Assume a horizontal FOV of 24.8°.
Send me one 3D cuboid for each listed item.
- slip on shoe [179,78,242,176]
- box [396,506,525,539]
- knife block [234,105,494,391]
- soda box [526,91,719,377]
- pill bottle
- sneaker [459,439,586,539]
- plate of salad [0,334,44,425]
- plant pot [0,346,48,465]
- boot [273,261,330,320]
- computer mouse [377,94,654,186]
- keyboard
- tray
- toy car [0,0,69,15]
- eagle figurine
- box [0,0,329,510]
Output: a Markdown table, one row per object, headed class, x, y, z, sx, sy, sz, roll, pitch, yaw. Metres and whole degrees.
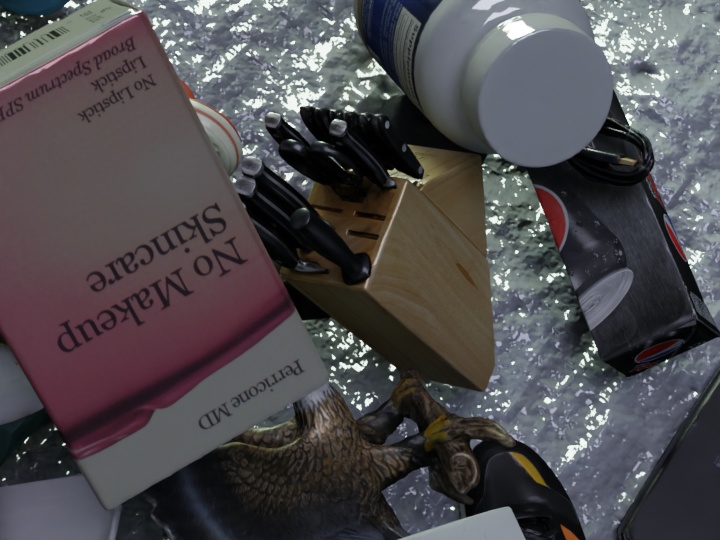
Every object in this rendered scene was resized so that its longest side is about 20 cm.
| class | x | y | z | sx | sy | sz | roll | pitch | yaw |
| --- | --- | --- | --- | --- | --- | --- | --- | --- | --- |
| slip on shoe | -0.118 | -0.087 | 0.920 | 0.074 | 0.200 | 0.061 | 46 | 75 | -25 |
| box | 0.020 | 0.256 | 0.810 | 0.130 | 0.200 | 0.200 | -10 | 65 | -37 |
| knife block | 0.000 | 0.000 | 0.925 | 0.064 | 0.201 | 0.175 | 11 | 27 | 36 |
| soda box | 0.158 | -0.038 | 1.060 | 0.071 | 0.063 | 0.201 | -25 | 67 | 16 |
| pill bottle | 0.074 | -0.137 | 0.987 | 0.110 | 0.112 | 0.200 | -7 | 27 | -16 |
| sneaker | 0.115 | 0.181 | 0.942 | 0.070 | 0.090 | 0.201 | -8 | 67 | -16 |
| plate of salad | -0.210 | -0.018 | 0.846 | 0.199 | 0.048 | 0.201 | 6 | 74 | -24 |
| plant pot | -0.244 | 0.005 | 0.923 | 0.200 | 0.141 | 0.141 | 42 | 63 | 1 |
| boot | -0.086 | -0.038 | 1.020 | 0.199 | 0.069 | 0.174 | -29 | 65 | -31 |
| computer mouse | 0.091 | -0.083 | 1.042 | 0.199 | 0.034 | 0.059 | 6 | 66 | 29 |
| keyboard | 0.258 | 0.132 | 1.039 | 0.127 | 0.021 | 0.200 | 34 | 63 | 11 |
| tray | -0.200 | 0.167 | 0.855 | 0.199 | 0.022 | 0.108 | -12 | 58 | 32 |
| toy car | -0.225 | -0.251 | 1.056 | 0.150 | 0.175 | 0.201 | 23 | 54 | -43 |
| eagle figurine | -0.039 | 0.105 | 0.909 | 0.199 | 0.152 | 0.151 | -16 | 68 | -20 |
| box | -0.121 | -0.012 | 0.781 | 0.127 | 0.109 | 0.201 | -30 | 109 | -9 |
